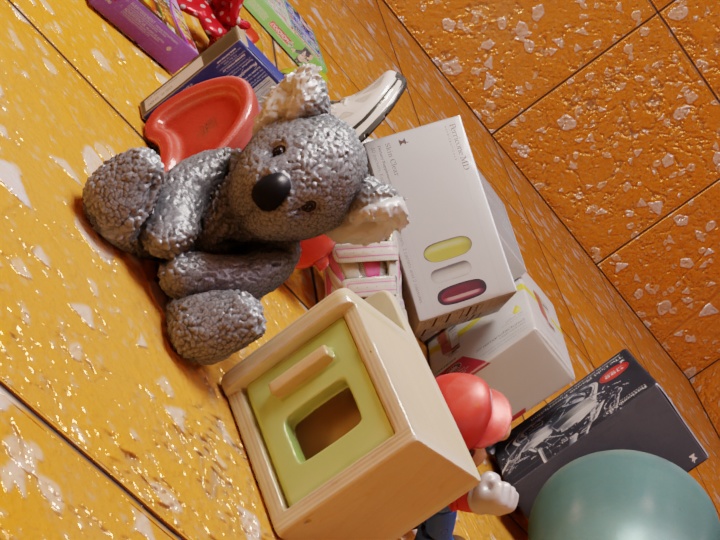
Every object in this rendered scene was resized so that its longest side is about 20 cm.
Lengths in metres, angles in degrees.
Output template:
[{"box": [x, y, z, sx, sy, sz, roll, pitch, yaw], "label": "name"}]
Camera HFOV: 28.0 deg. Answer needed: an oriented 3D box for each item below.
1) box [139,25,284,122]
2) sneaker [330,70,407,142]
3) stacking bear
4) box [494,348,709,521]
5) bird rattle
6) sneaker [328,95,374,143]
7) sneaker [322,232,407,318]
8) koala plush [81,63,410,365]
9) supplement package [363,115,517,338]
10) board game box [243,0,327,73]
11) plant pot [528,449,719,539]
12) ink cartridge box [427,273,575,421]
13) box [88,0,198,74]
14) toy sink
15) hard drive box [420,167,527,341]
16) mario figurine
[{"box": [-0.102, -0.130, 1.392, 0.200, 0.121, 0.032, 44, 16, -38], "label": "box"}, {"box": [-0.052, -0.159, 1.483, 0.115, 0.200, 0.076, 47, -4, -3], "label": "sneaker"}, {"box": [-0.092, -0.075, 1.340, 0.200, 0.113, 0.122, 49, 14, -41], "label": "stacking bear"}, {"box": [0.262, 0.200, 1.611, 0.104, 0.200, 0.182, 53, 4, -8], "label": "box"}, {"box": [-0.146, -0.250, 1.645, 0.200, 0.113, 0.163, 46, -5, -20], "label": "bird rattle"}, {"box": [-0.009, -0.122, 1.757, 0.200, 0.088, 0.075, 51, 13, -16], "label": "sneaker"}, {"box": [0.000, 0.000, 1.417, 0.088, 0.081, 0.201, 111, -35, -53], "label": "sneaker"}, {"box": [-0.076, -0.054, 1.128, 0.178, 0.200, 0.184, 55, 13, 3], "label": "koala plush"}, {"box": [0.081, -0.044, 1.574, 0.156, 0.110, 0.201, 102, -29, -81], "label": "supplement package"}, {"box": [-0.127, -0.380, 2.102, 0.200, 0.029, 0.135, 45, 17, -34], "label": "board game box"}, {"box": [0.260, 0.305, 1.439, 0.201, 0.200, 0.161, 52, 22, -9], "label": "plant pot"}, {"box": [0.158, 0.093, 1.688, 0.083, 0.145, 0.200, 49, 14, -17], "label": "ink cartridge box"}, {"box": [-0.248, -0.313, 1.510, 0.137, 0.039, 0.200, 39, 20, -50], "label": "box"}, {"box": [-0.019, 0.101, 1.103, 0.112, 0.130, 0.200, 38, 22, -48], "label": "toy sink"}, {"box": [0.108, -0.026, 1.783, 0.077, 0.156, 0.200, 50, 15, -22], "label": "hard drive box"}, {"box": [0.088, 0.161, 1.190, 0.123, 0.201, 0.106, 32, 50, 21], "label": "mario figurine"}]
